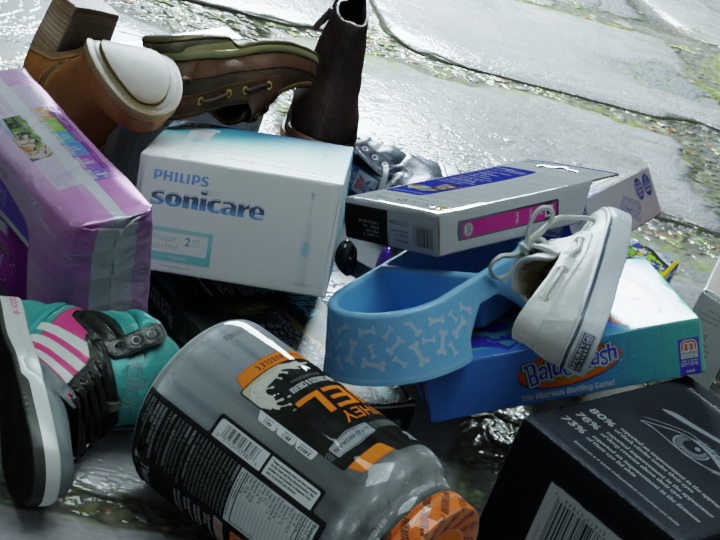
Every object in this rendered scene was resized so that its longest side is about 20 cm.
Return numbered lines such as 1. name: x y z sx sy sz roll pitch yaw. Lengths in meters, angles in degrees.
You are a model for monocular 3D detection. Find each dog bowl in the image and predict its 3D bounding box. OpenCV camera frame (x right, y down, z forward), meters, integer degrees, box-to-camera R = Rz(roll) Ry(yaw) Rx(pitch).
1. dog bowl: 0.051 0.022 1.579 0.111 0.050 0.200 5 24 37

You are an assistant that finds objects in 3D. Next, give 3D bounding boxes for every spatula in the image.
1. spatula: 0.000 0.000 1.632 0.020 0.057 0.200 17 -4 12

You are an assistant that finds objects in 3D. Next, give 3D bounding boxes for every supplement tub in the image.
1. supplement tub: -0.033 0.129 1.358 0.199 0.123 0.122 35 28 25

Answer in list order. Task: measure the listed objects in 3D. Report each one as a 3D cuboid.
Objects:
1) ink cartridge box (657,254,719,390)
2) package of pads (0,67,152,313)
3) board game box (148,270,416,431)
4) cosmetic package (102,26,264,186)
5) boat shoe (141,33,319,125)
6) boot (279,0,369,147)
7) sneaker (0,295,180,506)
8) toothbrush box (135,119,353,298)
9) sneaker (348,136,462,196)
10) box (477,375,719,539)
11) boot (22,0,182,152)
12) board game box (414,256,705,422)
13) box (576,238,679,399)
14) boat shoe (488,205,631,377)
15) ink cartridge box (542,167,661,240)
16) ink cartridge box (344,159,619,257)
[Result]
1. ink cartridge box: 0.314 -0.004 1.842 0.043 0.175 0.200 26 25 9
2. package of pads: -0.218 -0.039 1.543 0.075 0.121 0.200 -15 42 -33
3. board game box: -0.065 0.051 1.597 0.134 0.028 0.200 2 31 -37
4. cosmetic package: -0.158 -0.129 1.799 0.074 0.102 0.199 35 29 26
5. boat shoe: -0.101 -0.146 1.732 0.071 0.068 0.200 3 5 31
6. boot: -0.017 -0.165 1.899 0.072 0.168 0.200 18 23 -3
7. sneaker: -0.165 0.082 1.400 0.120 0.084 0.200 3 28 -16
8. toothbrush box: -0.084 -0.049 1.633 0.145 0.086 0.200 9 10 -1
9. sneaker: 0.038 -0.048 1.828 0.108 0.071 0.200 19 19 -16
10. box: 0.199 0.164 1.497 0.199 0.105 0.148 -7 37 -47
11. boot: -0.201 -0.101 1.640 0.073 0.156 0.200 11 22 -29
12. board game box: 0.132 0.047 1.618 0.198 0.045 0.152 -10 18 -6
13. box: 0.189 0.031 1.801 0.070 0.065 0.200 27 25 14
14. boat shoe: 0.132 0.002 1.541 0.085 0.075 0.202 22 31 2
15. ink cartridge box: 0.162 -0.035 1.772 0.093 0.045 0.200 -16 5 27
16. ink cartridge box: 0.091 -0.049 1.633 0.199 0.037 0.094 -16 20 -42
